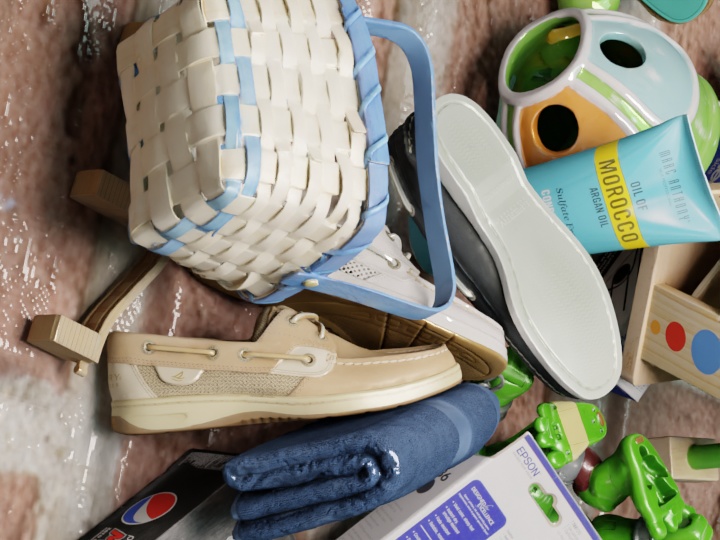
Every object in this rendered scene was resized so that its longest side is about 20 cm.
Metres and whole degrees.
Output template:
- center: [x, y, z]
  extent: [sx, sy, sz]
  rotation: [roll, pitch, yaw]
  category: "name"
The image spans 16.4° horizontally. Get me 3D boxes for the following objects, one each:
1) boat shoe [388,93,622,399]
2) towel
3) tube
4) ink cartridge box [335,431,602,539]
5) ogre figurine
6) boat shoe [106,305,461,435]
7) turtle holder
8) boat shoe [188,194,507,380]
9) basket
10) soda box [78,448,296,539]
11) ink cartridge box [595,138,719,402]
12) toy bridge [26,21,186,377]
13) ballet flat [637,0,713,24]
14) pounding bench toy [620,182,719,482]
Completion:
- center: [0.085, -0.009, 1.484]
  extent: [0.075, 0.060, 0.201]
  rotation: [-25, 86, -39]
  category: "boat shoe"
- center: [0.006, 0.104, 1.400]
  extent: [0.200, 0.111, 0.049]
  rotation: [-15, 91, -69]
  category: "towel"
- center: [0.124, -0.038, 1.517]
  extent: [0.050, 0.199, 0.078]
  rotation: [-42, 114, -52]
  category: "tube"
- center: [0.038, 0.182, 1.486]
  extent: [0.200, 0.039, 0.100]
  rotation: [-36, 116, -4]
  category: "ink cartridge box"
- center: [0.117, 0.130, 1.554]
  extent: [0.200, 0.120, 0.099]
  rotation: [23, 55, -36]
  category: "ogre figurine"
- center: [-0.042, 0.052, 1.402]
  extent: [0.199, 0.071, 0.065]
  rotation: [-5, 89, -10]
  category: "boat shoe"
- center: [0.159, -0.110, 1.595]
  extent: [0.132, 0.141, 0.186]
  rotation: [46, 61, -31]
  category: "turtle holder"
- center: [0.000, 0.000, 1.450]
  extent: [0.199, 0.071, 0.070]
  rotation: [24, 60, -9]
  category: "boat shoe"
- center: [-0.032, -0.071, 1.372]
  extent: [0.199, 0.139, 0.177]
  rotation: [11, 63, -35]
  category: "basket"
- center: [-0.127, 0.180, 1.376]
  extent: [0.200, 0.063, 0.071]
  rotation: [-37, 114, -36]
  category: "soda box"
- center: [0.203, -0.014, 1.621]
  extent: [0.044, 0.094, 0.200]
  rotation: [39, 83, -19]
  category: "ink cartridge box"
- center: [-0.129, -0.035, 1.400]
  extent: [0.067, 0.027, 0.201]
  rotation: [29, 69, -40]
  category: "toy bridge"
- center: [0.156, -0.242, 1.637]
  extent: [0.200, 0.068, 0.072]
  rotation: [37, 29, -13]
  category: "ballet flat"
- center: [0.258, 0.064, 1.525]
  extent: [0.124, 0.156, 0.201]
  rotation: [-4, 112, -37]
  category: "pounding bench toy"
